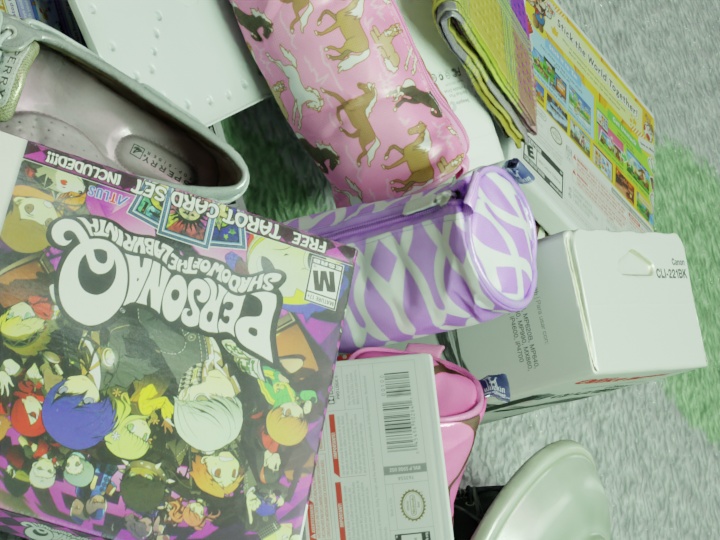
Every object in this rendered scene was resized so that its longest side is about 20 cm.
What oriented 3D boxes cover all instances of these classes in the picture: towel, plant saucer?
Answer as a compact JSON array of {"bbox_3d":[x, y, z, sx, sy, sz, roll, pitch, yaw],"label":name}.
[{"bbox_3d":[0.075,-0.192,1.256,0.144,0.023,0.200,49,30,-47],"label":"towel"},{"bbox_3d":[0.107,0.201,1.147,0.200,0.050,0.200,-43,143,-43],"label":"plant saucer"}]

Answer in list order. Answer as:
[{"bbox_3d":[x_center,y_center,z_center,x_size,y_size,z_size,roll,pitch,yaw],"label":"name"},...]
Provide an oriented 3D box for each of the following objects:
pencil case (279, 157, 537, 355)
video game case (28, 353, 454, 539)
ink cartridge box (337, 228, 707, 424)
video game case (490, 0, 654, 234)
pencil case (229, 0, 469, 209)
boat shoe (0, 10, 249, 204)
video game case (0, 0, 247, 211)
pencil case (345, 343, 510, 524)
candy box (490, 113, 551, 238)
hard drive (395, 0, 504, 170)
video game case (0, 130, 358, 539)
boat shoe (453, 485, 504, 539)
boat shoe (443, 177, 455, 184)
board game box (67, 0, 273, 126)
[{"bbox_3d":[0.000,0.000,1.052,0.085,0.200,0.084,38,46,-46],"label":"pencil case"},{"bbox_3d":[-0.058,0.113,0.925,0.018,0.199,0.143,88,-3,-60],"label":"video game case"},{"bbox_3d":[0.082,0.042,1.143,0.144,0.200,0.084,1,74,-54],"label":"ink cartridge box"},{"bbox_3d":[0.153,-0.091,1.370,0.200,0.023,0.182,41,43,-40],"label":"video game case"},{"bbox_3d":[-0.011,-0.127,1.098,0.083,0.086,0.200,-31,99,-36],"label":"pencil case"},{"bbox_3d":[-0.149,-0.082,0.948,0.202,0.065,0.075,30,69,-19],"label":"boat shoe"},{"bbox_3d":[-0.147,-0.107,1.049,0.182,0.022,0.200,-15,88,-57],"label":"video game case"},{"bbox_3d":[0.014,0.140,1.035,0.094,0.091,0.200,-91,-167,-68],"label":"pencil case"},{"bbox_3d":[0.102,-0.042,1.340,0.115,0.055,0.200,40,44,-40],"label":"candy box"},{"bbox_3d":[0.012,-0.148,1.193,0.132,0.027,0.200,-19,93,-45],"label":"hard drive"},{"bbox_3d":[-0.111,0.042,0.897,0.200,0.036,0.182,19,61,-13],"label":"video game case"},{"bbox_3d":[0.067,0.165,1.188,0.200,0.062,0.075,-2,78,-54],"label":"boat shoe"},{"bbox_3d":[0.032,-0.127,1.268,0.070,0.071,0.201,-1,86,-36],"label":"boat shoe"},{"bbox_3d":[-0.116,-0.177,1.078,0.200,0.026,0.200,-35,105,-58],"label":"board game box"}]
